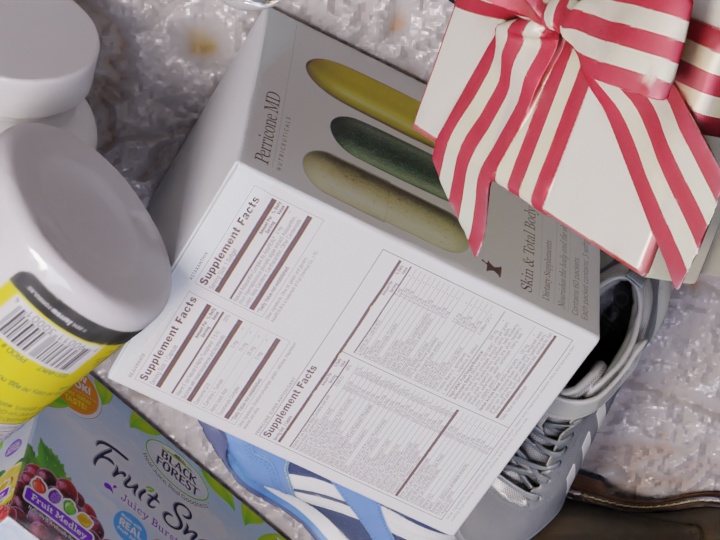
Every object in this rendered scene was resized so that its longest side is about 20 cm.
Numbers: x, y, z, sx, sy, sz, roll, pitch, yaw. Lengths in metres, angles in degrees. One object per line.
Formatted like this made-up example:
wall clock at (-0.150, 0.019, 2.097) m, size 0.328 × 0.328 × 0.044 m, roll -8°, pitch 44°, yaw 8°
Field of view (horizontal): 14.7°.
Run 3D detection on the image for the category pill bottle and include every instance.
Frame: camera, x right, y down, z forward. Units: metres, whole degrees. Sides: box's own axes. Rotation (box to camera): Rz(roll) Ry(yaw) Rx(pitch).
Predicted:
pill bottle at (-0.198, -0.044, 1.425) m, size 0.115 × 0.116 × 0.201 m, roll 14°, pitch 125°, yaw -5°
pill bottle at (-0.197, 0.030, 1.336) m, size 0.200 × 0.114 × 0.114 m, roll -37°, pitch 115°, yaw 23°

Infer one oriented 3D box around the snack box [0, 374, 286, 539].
snack box at (-0.125, 0.157, 1.546) m, size 0.053 × 0.142 × 0.200 m, roll -35°, pitch 117°, yaw 27°

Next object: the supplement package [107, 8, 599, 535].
supplement package at (0.000, 0.000, 1.415) m, size 0.199 × 0.152 × 0.151 m, roll 25°, pitch 124°, yaw -13°

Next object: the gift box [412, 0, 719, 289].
gift box at (0.141, -0.081, 1.172) m, size 0.186 × 0.184 × 0.201 m, roll 8°, pitch 104°, yaw -40°

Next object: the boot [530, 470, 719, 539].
boot at (0.170, 0.175, 1.561) m, size 0.199 × 0.097 × 0.075 m, roll 11°, pitch 126°, yaw -3°

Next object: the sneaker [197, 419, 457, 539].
sneaker at (-0.015, 0.097, 1.540) m, size 0.082 × 0.074 × 0.200 m, roll -35°, pitch 124°, yaw 24°

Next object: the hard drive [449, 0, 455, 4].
hard drive at (0.016, -0.217, 1.215) m, size 0.200 × 0.038 × 0.140 m, roll 32°, pitch 91°, yaw -14°

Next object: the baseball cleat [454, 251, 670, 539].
baseball cleat at (0.094, 0.075, 1.475) m, size 0.070 × 0.106 × 0.201 m, roll 28°, pitch 108°, yaw 8°

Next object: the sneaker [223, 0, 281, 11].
sneaker at (-0.030, -0.215, 1.261) m, size 0.077 × 0.078 × 0.201 m, roll 21°, pitch 86°, yaw -35°
